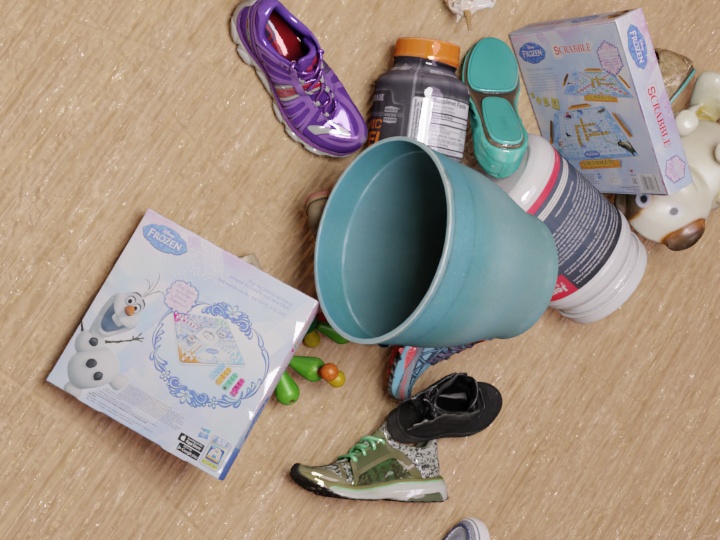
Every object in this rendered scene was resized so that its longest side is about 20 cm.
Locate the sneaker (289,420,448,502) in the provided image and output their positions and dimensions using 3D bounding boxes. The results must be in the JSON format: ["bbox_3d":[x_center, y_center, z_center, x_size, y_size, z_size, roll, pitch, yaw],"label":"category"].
[{"bbox_3d":[0.010,0.211,1.469,0.199,0.077,0.089,8,79,-33],"label":"sneaker"}]

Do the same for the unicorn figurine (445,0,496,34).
[{"bbox_3d":[0.147,-0.363,1.479,0.137,0.074,0.201,-14,87,-16],"label":"unicorn figurine"}]

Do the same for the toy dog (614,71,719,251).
[{"bbox_3d":[0.385,-0.114,1.567,0.139,0.194,0.200,43,53,11],"label":"toy dog"}]

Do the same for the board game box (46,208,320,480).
[{"bbox_3d":[-0.174,0.073,1.313,0.199,0.043,0.200,29,82,8],"label":"board game box"}]

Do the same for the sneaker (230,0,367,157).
[{"bbox_3d":[-0.059,-0.198,1.376,0.081,0.083,0.200,-47,114,-15],"label":"sneaker"}]

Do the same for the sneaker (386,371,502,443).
[{"bbox_3d":[0.107,0.149,1.461,0.199,0.104,0.060,-10,71,-39],"label":"sneaker"}]

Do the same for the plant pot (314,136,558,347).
[{"bbox_3d":[0.087,-0.010,1.308,0.187,0.200,0.201,15,88,-38],"label":"plant pot"}]

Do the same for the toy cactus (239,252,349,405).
[{"bbox_3d":[-0.102,0.066,1.386,0.199,0.102,0.166,-19,94,-15],"label":"toy cactus"}]

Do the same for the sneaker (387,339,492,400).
[{"bbox_3d":[0.098,0.067,1.452,0.095,0.079,0.201,27,104,-1],"label":"sneaker"}]

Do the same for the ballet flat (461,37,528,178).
[{"bbox_3d":[0.144,-0.176,1.464,0.067,0.201,0.071,5,135,-7],"label":"ballet flat"}]

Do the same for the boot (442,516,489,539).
[{"bbox_3d":[0.076,0.371,1.507,0.090,0.073,0.201,23,85,-33],"label":"boot"}]

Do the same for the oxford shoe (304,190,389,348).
[{"bbox_3d":[0.000,0.000,1.399,0.200,0.070,0.075,54,31,-35],"label":"oxford shoe"}]

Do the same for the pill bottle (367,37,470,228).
[{"bbox_3d":[0.061,-0.148,1.430,0.106,0.106,0.201,7,92,-27],"label":"pill bottle"}]

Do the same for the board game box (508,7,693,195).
[{"bbox_3d":[0.265,-0.185,1.478,0.041,0.200,0.200,-28,107,-23],"label":"board game box"}]

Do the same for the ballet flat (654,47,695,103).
[{"bbox_3d":[0.328,-0.186,1.595,0.065,0.071,0.200,35,75,1],"label":"ballet flat"}]

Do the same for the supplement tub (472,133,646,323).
[{"bbox_3d":[0.216,-0.045,1.499,0.200,0.140,0.141,40,78,-24],"label":"supplement tub"}]
